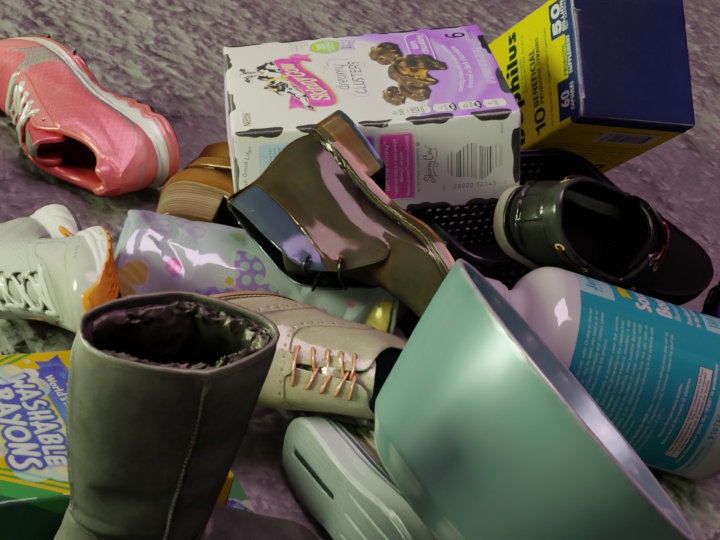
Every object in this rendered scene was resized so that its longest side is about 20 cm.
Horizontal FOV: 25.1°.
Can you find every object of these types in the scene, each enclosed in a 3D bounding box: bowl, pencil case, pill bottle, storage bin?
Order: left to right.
[{"bbox_3d":[-0.071,0.016,1.077,0.199,0.083,0.091,8,38,-9],"label":"pencil case"},{"bbox_3d":[0.083,0.103,0.898,0.201,0.105,0.201,48,6,-7],"label":"bowl"},{"bbox_3d":[0.113,-0.014,1.220,0.199,0.094,0.135,-7,39,-34],"label":"storage bin"},{"bbox_3d":[0.159,0.064,1.086,0.199,0.111,0.111,17,30,-12],"label":"pill bottle"}]

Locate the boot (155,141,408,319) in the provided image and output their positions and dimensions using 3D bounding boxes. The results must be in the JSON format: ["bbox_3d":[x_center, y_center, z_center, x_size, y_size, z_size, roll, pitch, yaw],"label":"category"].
[{"bbox_3d":[-0.050,-0.033,1.199,0.199,0.077,0.155,12,27,4],"label":"boot"}]

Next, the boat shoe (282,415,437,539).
[{"bbox_3d":[0.022,0.146,0.939,0.062,0.072,0.200,-4,35,-30],"label":"boat shoe"}]

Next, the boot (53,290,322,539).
[{"bbox_3d":[-0.075,0.099,0.836,0.181,0.201,0.073,-1,36,-28],"label":"boot"}]

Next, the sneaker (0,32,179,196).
[{"bbox_3d":[-0.233,-0.119,1.228,0.199,0.074,0.087,31,37,22],"label":"sneaker"}]

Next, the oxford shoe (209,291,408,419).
[{"bbox_3d":[-0.026,0.054,0.982,0.199,0.071,0.074,8,0,-32],"label":"oxford shoe"}]

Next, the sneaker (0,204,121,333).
[{"bbox_3d":[-0.207,0.010,1.014,0.091,0.076,0.200,-12,13,-21],"label":"sneaker"}]

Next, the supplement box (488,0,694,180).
[{"bbox_3d":[0.171,-0.144,1.333,0.109,0.200,0.110,2,76,-24],"label":"supplement box"}]

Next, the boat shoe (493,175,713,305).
[{"bbox_3d":[0.184,-0.015,1.132,0.201,0.074,0.063,18,-16,-38],"label":"boat shoe"}]

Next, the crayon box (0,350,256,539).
[{"bbox_3d":[-0.161,0.103,0.933,0.199,0.052,0.126,-3,37,-31],"label":"crayon box"}]

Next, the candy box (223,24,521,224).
[{"bbox_3d":[0.003,-0.109,1.165,0.198,0.072,0.168,-5,30,-5],"label":"candy box"}]

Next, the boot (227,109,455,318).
[{"bbox_3d":[0.000,0.000,1.025,0.097,0.075,0.200,-31,67,-9],"label":"boot"}]

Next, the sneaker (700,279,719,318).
[{"bbox_3d":[0.279,0.022,1.161,0.069,0.201,0.100,-13,26,-15],"label":"sneaker"}]
